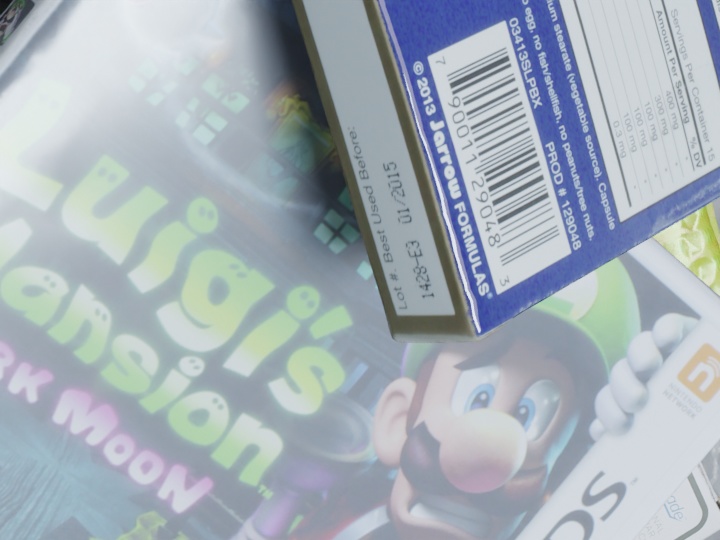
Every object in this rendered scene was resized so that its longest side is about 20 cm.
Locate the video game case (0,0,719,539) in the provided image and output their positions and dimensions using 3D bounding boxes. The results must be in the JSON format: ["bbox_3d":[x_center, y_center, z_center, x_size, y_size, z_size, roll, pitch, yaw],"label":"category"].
[{"bbox_3d":[-0.027,0.032,0.652,0.200,0.023,0.182,39,92,-27],"label":"video game case"}]

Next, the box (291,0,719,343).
[{"bbox_3d":[0.065,-0.076,0.647,0.200,0.032,0.122,-27,106,-39],"label":"box"}]

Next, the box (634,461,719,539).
[{"bbox_3d":[-0.022,0.059,0.710,0.199,0.060,0.117,-32,117,-7],"label":"box"}]

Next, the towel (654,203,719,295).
[{"bbox_3d":[0.000,0.000,0.743,0.199,0.023,0.144,-22,115,-12],"label":"towel"}]
